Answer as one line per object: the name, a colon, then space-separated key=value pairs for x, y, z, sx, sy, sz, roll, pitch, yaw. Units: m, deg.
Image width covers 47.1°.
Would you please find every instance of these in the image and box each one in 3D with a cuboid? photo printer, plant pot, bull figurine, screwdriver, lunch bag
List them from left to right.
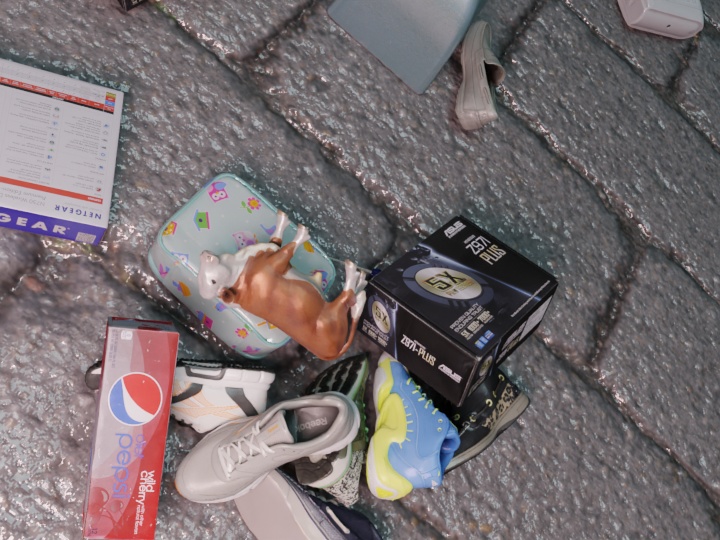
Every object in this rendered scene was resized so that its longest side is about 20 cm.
lunch bag: x=-0.133 y=-0.005 z=0.968 sx=0.200 sy=0.077 sz=0.161 roll=43 pitch=52 yaw=-7
bull figurine: x=-0.080 y=0.014 z=0.890 sx=0.199 sy=0.065 sz=0.122 roll=36 pitch=88 yaw=-24
screwdriver: x=0.000 y=0.000 z=1.071 sx=0.198 sy=0.028 sz=0.029 roll=16 pitch=32 yaw=-28
plant pot: x=0.106 y=-0.432 z=1.232 sx=0.195 sy=0.200 sz=0.197 roll=39 pitch=54 yaw=-9
photo printer: x=0.602 y=-0.555 z=1.664 sx=0.197 sy=0.069 sz=0.169 roll=1 pitch=67 yaw=-31

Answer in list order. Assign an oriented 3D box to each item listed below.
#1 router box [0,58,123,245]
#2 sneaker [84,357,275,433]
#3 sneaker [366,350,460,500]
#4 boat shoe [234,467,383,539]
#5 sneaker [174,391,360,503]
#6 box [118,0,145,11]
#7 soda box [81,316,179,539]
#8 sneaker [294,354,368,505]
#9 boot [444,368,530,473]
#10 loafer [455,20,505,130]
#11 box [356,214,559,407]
router box: x=-0.371 y=-0.136 z=0.905 sx=0.197 sy=0.049 sz=0.182 roll=12 pitch=62 yaw=-25
sneaker: x=-0.190 y=0.133 z=0.873 sx=0.197 sy=0.074 sz=0.081 roll=8 pitch=92 yaw=-15
sneaker: x=0.066 y=0.176 z=0.966 sx=0.103 sy=0.076 sz=0.202 roll=-2 pitch=47 yaw=10
boat shoe: x=-0.053 y=0.272 z=0.900 sx=0.201 sy=0.075 sz=0.093 roll=51 pitch=30 yaw=6
sneaker: x=-0.097 y=0.168 z=0.822 sx=0.198 sy=0.092 sz=0.076 roll=-25 pitch=72 yaw=-5
box: x=-0.285 y=-0.464 z=1.046 sx=0.163 sy=0.086 sz=0.201 roll=-33 pitch=86 yaw=-15
soda box: x=-0.221 y=0.150 z=0.794 sx=0.069 sy=0.063 sz=0.203 roll=7 pitch=94 yaw=-19
sneaker: x=-0.019 y=0.183 z=0.950 sx=0.089 sy=0.076 sz=0.201 roll=57 pitch=30 yaw=-30
boot: x=0.112 y=0.156 z=1.042 sx=0.202 sy=0.073 sz=0.155 roll=-28 pitch=81 yaw=-41
loafer: x=0.195 y=-0.310 z=1.299 sx=0.070 sy=0.069 sz=0.203 roll=43 pitch=48 yaw=-53
box: x=0.122 y=0.042 z=1.019 sx=0.163 sy=0.087 sz=0.199 roll=36 pitch=46 yaw=23
